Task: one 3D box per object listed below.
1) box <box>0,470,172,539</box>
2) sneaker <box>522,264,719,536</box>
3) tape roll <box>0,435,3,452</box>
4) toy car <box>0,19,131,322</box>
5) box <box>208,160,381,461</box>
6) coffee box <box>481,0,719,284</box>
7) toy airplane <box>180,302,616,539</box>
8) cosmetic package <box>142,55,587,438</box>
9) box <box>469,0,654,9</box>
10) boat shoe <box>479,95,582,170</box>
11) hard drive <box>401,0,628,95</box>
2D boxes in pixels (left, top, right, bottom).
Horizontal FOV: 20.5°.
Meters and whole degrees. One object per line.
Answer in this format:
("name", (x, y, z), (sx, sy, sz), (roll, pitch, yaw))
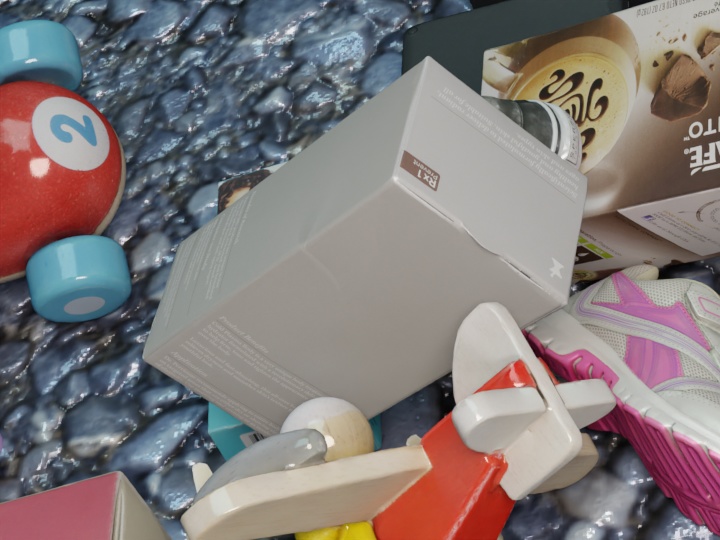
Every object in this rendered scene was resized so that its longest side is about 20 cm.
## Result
("box", (-0.178, 0.194, 0.943), (0.200, 0.128, 0.109), (-17, 42, 14))
("sneaker", (0.157, 0.051, 0.943), (0.088, 0.081, 0.200), (-38, 42, -9))
("tape roll", (-0.297, 0.115, 1.076), (0.200, 0.066, 0.200), (-26, 11, 6))
("toy car", (-0.246, -0.067, 1.155), (0.177, 0.200, 0.185), (-19, 68, 9))
("box", (-0.036, 0.021, 1.106), (0.082, 0.049, 0.200), (-17, 42, 13))
("coffee box", (0.159, -0.069, 0.984), (0.200, 0.080, 0.113), (-12, 64, 39))
("toy airplane", (0.018, 0.095, 0.883), (0.199, 0.200, 0.141), (-39, 54, -14))
("cosmetic package", (0.000, 0.000, 0.929), (0.200, 0.107, 0.090), (-34, 31, 39))
("box", (0.141, -0.260, 1.257), (0.148, 0.107, 0.200), (-8, 45, 22))
("boat shoe", (0.017, -0.040, 0.999), (0.200, 0.071, 0.072), (-32, 50, 37))
("hard drive", (0.090, -0.084, 1.153), (0.139, 0.033, 0.200), (-13, 45, 17))
